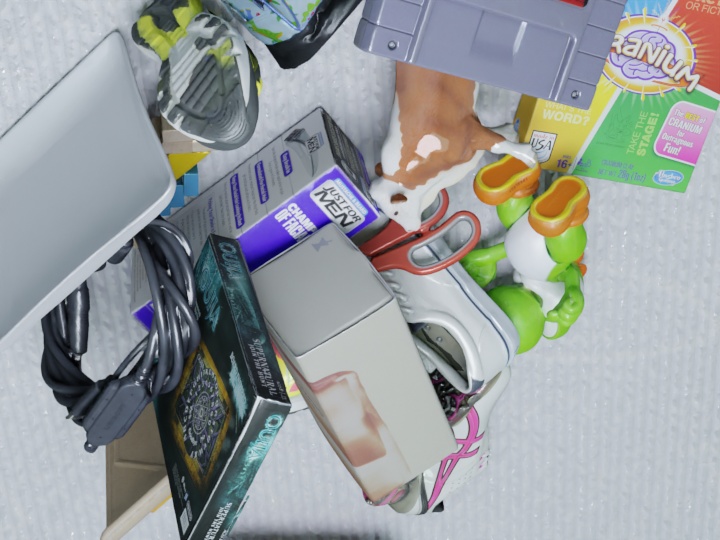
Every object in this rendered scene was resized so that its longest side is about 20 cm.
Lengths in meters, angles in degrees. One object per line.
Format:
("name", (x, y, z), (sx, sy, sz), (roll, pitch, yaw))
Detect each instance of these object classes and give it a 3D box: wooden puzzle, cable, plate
("wooden puzzle", (-0.136, 0.111, 1.127), (0.185, 0.200, 0.037), (-41, 115, 15))
("cable", (-0.178, 0.028, 1.042), (0.051, 0.163, 0.200), (8, 134, -35))
("plate", (-0.218, -0.053, 1.026), (0.200, 0.200, 0.032), (-41, 134, 15))

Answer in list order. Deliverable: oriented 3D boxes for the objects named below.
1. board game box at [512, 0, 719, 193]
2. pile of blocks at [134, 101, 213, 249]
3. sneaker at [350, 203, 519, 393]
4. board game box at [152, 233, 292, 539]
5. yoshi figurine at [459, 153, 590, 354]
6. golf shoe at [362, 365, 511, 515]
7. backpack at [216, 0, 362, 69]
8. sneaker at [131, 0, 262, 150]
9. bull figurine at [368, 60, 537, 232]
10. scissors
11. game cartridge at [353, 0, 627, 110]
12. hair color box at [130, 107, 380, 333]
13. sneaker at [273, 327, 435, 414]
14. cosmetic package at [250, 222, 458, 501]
("board game box", (0.217, -0.168, 1.112), (0.153, 0.040, 0.200), (8, 119, -13))
("pile of blocks", (-0.181, -0.071, 1.100), (0.200, 0.062, 0.082), (-31, 133, 18))
("sneaker", (0.043, 0.014, 1.132), (0.200, 0.071, 0.073), (43, 141, 2))
("board game box", (-0.104, 0.082, 0.988), (0.028, 0.200, 0.135), (15, 118, -25))
("yoshi figurine", (0.134, 0.004, 1.150), (0.112, 0.112, 0.200), (-4, 142, 8))
("golf shoe", (0.083, 0.144, 1.261), (0.092, 0.073, 0.200), (18, 126, -25))
("backpack", (-0.067, -0.259, 0.963), (0.200, 0.154, 0.163), (41, 86, -12))
("sneaker", (-0.098, -0.139, 0.995), (0.074, 0.200, 0.085), (-45, 127, 13))
("bull figurine", (0.069, -0.128, 1.065), (0.121, 0.065, 0.200), (1, 93, -17))
("scissors", (0.000, 0.000, 1.103), (0.200, 0.014, 0.073), (-33, 80, -3))
("game cartridge", (0.102, -0.196, 0.995), (0.200, 0.038, 0.130), (9, 110, -30))
("hair color box", (-0.087, -0.030, 1.106), (0.200, 0.109, 0.065), (-36, 119, 13))
("sneaker", (-0.032, 0.057, 1.190), (0.200, 0.078, 0.090), (-14, 122, -14))
("cosmetic package", (-0.005, 0.074, 1.076), (0.087, 0.103, 0.200), (-32, 136, -8))
